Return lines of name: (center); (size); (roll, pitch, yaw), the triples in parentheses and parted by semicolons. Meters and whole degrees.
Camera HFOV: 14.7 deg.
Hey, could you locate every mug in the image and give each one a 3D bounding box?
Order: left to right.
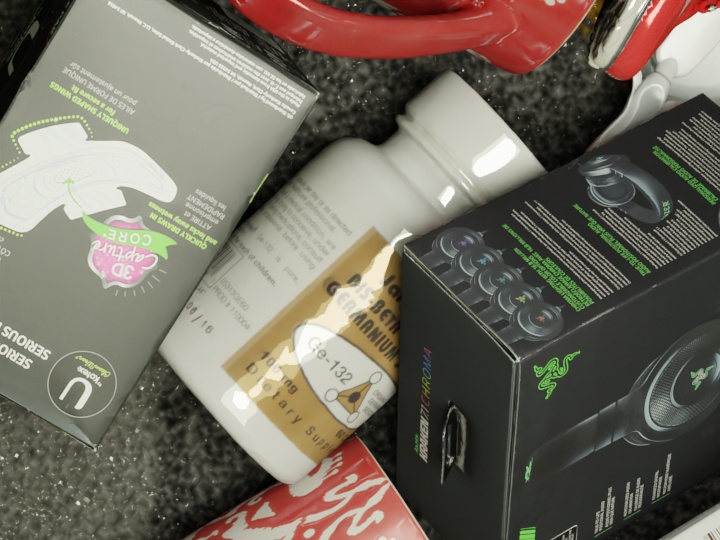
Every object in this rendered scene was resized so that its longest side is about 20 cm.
mug: (-0.046, 0.199, 1.420); (0.199, 0.133, 0.178); (-34, 117, -4)
mug: (0.010, -0.170, 1.325); (0.199, 0.133, 0.178); (29, 79, -18)

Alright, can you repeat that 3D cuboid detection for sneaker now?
sneaker: (0.190, -0.154, 1.339); (0.085, 0.077, 0.200); (45, 69, 0)

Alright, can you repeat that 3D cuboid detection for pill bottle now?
pill bottle: (0.000, 0.000, 1.379); (0.200, 0.114, 0.114); (-43, 105, 0)

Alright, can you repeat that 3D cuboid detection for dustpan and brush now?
dustpan and brush: (0.158, -0.109, 1.389); (0.139, 0.057, 0.200); (40, 85, -14)

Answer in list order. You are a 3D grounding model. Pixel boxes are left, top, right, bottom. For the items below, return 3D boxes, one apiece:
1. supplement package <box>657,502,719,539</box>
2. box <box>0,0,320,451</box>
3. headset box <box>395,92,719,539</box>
supplement package: (0.218, 0.191, 1.391); (0.190, 0.200, 0.148); (-30, 75, -2)
box: (-0.129, -0.044, 1.332); (0.124, 0.149, 0.201); (32, 96, -14)
headset box: (0.111, 0.039, 1.345); (0.199, 0.093, 0.175); (-26, 141, -25)
